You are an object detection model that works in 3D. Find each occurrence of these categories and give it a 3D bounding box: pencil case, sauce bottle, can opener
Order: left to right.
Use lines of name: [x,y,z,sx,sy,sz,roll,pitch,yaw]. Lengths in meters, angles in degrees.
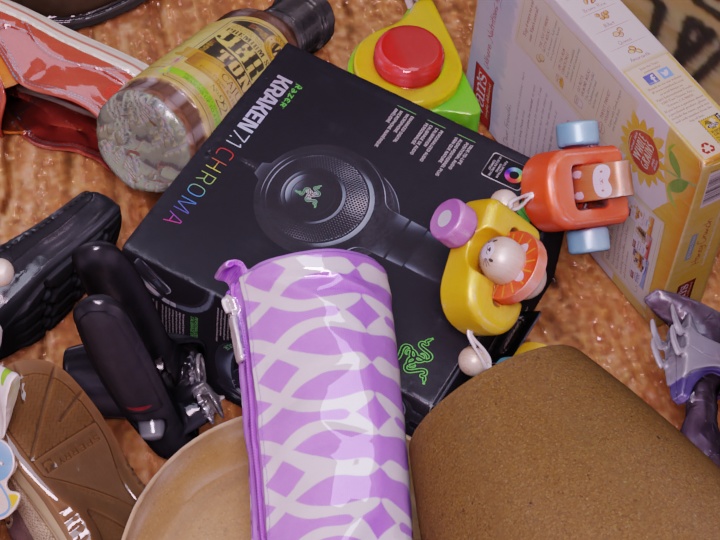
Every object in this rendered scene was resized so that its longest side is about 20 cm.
can opener: [-0.111,0.046,0.978,0.078,0.200,0.064,-14,70,-4]
sauce bottle: [-0.076,-0.112,1.156,0.064,0.065,0.200,24,37,13]
pencil case: [-0.020,0.085,0.927,0.085,0.084,0.202,8,59,-27]

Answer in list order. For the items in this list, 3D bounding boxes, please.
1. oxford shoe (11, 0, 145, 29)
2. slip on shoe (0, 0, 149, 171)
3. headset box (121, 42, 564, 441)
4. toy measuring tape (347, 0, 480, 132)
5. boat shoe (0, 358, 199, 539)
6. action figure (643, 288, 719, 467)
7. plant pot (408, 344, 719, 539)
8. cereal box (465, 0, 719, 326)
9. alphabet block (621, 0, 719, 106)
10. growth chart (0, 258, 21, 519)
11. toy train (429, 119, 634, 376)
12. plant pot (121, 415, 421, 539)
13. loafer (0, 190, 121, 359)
oxford shoe: [-0.198,-0.194,1.221,0.198,0.085,0.073,-11,52,-15]
slip on shoe: [-0.207,-0.112,1.169,0.198,0.074,0.062,22,57,5]
headset box: [0.000,0.000,1.084,0.199,0.093,0.175,27,56,14]
toy measuring tape: [0.013,-0.138,1.206,0.073,0.074,0.201,-13,55,-14]
boat shoe: [-0.130,0.142,0.983,0.072,0.072,0.201,-29,81,-40]
action figure: [0.179,0.097,1.010,0.069,0.130,0.201,37,45,-28]
plant pot: [0.105,0.140,0.881,0.185,0.187,0.201,-21,65,-20]
cereal box: [0.131,-0.085,1.128,0.039,0.144,0.201,-24,59,-21]
alphabet block: [0.242,-0.181,1.178,0.199,0.197,0.195,34,56,20]
growth chart: [-0.216,0.082,0.968,0.144,0.018,0.202,2,82,34]
toy train: [0.105,0.021,1.017,0.149,0.055,0.202,0,86,-44]
plant pot: [-0.020,0.160,0.953,0.198,0.028,0.202,7,58,-12]
loafer: [-0.209,0.018,1.067,0.070,0.068,0.200,40,63,14]
